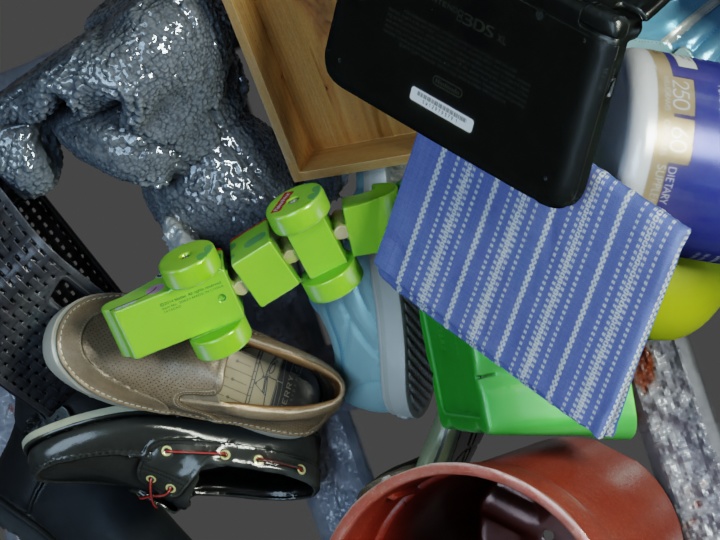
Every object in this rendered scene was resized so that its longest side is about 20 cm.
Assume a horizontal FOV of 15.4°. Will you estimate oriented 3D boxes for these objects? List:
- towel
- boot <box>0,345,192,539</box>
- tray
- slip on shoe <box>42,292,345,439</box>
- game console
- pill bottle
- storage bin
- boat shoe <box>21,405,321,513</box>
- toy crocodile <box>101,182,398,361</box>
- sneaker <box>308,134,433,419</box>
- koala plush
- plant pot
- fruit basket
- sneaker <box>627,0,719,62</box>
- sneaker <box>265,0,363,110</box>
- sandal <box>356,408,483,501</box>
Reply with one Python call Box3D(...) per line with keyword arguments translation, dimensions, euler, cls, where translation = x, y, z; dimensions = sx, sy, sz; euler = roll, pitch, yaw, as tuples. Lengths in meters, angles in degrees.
Box3D(translation=(0.095, -0.013, 1.533), dimensions=(0.200, 0.024, 0.146), euler=(37, 123, 33), cls="towel")
Box3D(translation=(-0.168, 0.127, 1.836), dimensions=(0.199, 0.076, 0.169), euler=(26, 113, 26), cls="boot")
Box3D(translation=(-0.026, -0.154, 1.618), dimensions=(0.098, 0.037, 0.201), euler=(-8, 119, 24), cls="tray")
Box3D(translation=(-0.103, 0.061, 1.704), dimensions=(0.061, 0.199, 0.077), euler=(-21, 52, 61), cls="slip on shoe")
Box3D(translation=(0.098, -0.157, 1.521), dimensions=(0.200, 0.116, 0.177), euler=(32, 120, 35), cls="game console")
Box3D(translation=(0.234, -0.058, 1.547), dimensions=(0.199, 0.116, 0.117), euler=(9, 106, -11), cls="pill bottle")
Box3D(translation=(-0.250, -0.013, 1.774), dimensions=(0.094, 0.135, 0.200), euler=(-45, 51, 2), cls="storage bin")
Box3D(translation=(-0.123, 0.125, 1.763), dimensions=(0.200, 0.074, 0.064), euler=(-1, 68, -14), cls="boat shoe")
Box3D(translation=(-0.064, -0.002, 1.641), dimensions=(0.199, 0.062, 0.068), euler=(-26, 113, 5), cls="toy crocodile")
Box3D(translation=(0.000, 0.000, 1.727), dimensions=(0.081, 0.074, 0.201), euler=(5, 107, 22), cls="sneaker")
Box3D(translation=(-0.111, -0.080, 1.711), dimensions=(0.200, 0.177, 0.183), euler=(53, 147, -12), cls="koala plush")
Box3D(translation=(0.104, 0.196, 1.651), dimensions=(0.200, 0.195, 0.202), euler=(5, 101, 25), cls="plant pot")
Box3D(translation=(0.143, 0.002, 1.651), dimensions=(0.214, 0.155, 0.217), euler=(0, 89, -18), cls="fruit basket")
Box3D(translation=(0.148, -0.126, 1.610), dimensions=(0.199, 0.080, 0.131), euler=(-27, 91, 4), cls="sneaker")
Box3D(translation=(-0.024, -0.209, 1.677), dimensions=(0.075, 0.116, 0.201), euler=(0, 123, 21), cls="sneaker")
Box3D(translation=(0.032, 0.142, 1.745), dimensions=(0.057, 0.080, 0.202), euler=(24, 100, 15), cls="sandal")
